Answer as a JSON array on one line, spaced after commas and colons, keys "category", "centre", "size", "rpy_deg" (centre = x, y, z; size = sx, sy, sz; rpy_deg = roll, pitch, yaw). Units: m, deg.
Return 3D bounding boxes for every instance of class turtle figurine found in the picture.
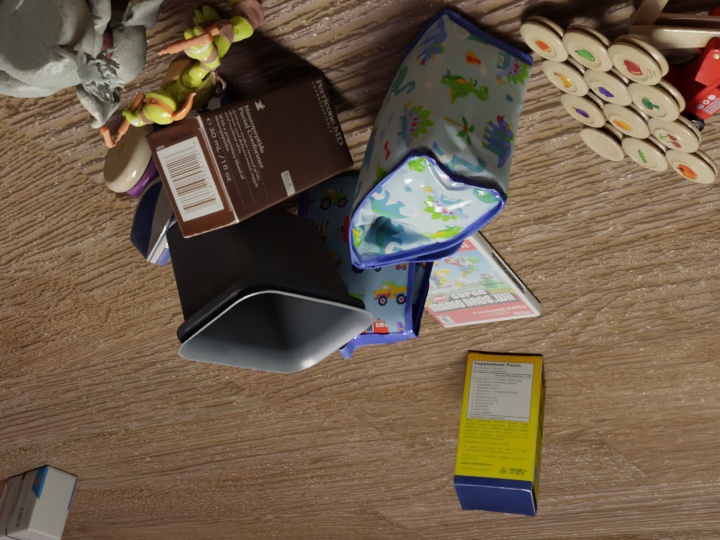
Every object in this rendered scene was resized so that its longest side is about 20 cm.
[{"category": "turtle figurine", "centre": [-0.142, -0.180, 0.953], "size": [0.064, 0.162, 0.200], "rpy_deg": [38, 143, -13]}]

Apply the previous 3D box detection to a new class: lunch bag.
[{"category": "lunch bag", "centre": [0.060, -0.107, 1.014], "size": [0.127, 0.171, 0.200], "rpy_deg": [26, 148, -19]}, {"category": "lunch bag", "centre": [0.000, 0.000, 1.194], "size": [0.149, 0.201, 0.094], "rpy_deg": [-4, 148, 24]}]

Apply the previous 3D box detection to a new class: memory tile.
[{"category": "memory tile", "centre": [0.229, -0.148, 0.970], "size": [0.153, 0.017, 0.200], "rpy_deg": [28, 169, 44]}]

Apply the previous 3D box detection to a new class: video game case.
[{"category": "video game case", "centre": [0.122, 0.013, 1.368], "size": [0.142, 0.018, 0.200], "rpy_deg": [-9, 145, 32]}]

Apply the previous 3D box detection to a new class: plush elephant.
[{"category": "plush elephant", "centre": [-0.254, -0.215, 0.970], "size": [0.200, 0.165, 0.155], "rpy_deg": [41, -167, 8]}]

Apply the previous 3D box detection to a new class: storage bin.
[{"category": "storage bin", "centre": [-0.106, 0.014, 1.096], "size": [0.145, 0.135, 0.199], "rpy_deg": [-36, 151, 26]}]

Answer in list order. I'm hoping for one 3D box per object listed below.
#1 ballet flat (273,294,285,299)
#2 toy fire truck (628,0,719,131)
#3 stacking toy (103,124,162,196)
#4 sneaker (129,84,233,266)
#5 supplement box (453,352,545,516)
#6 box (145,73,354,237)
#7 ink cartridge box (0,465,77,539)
[{"category": "ballet flat", "centre": [-0.108, -0.010, 1.280], "size": [0.074, 0.075, 0.200], "rpy_deg": [32, -176, -34]}, {"category": "toy fire truck", "centre": [0.277, -0.196, 0.913], "size": [0.140, 0.049, 0.200], "rpy_deg": [21, 151, -16]}, {"category": "stacking toy", "centre": [-0.182, -0.096, 1.221], "size": [0.199, 0.086, 0.085], "rpy_deg": [23, 149, -35]}, {"category": "sneaker", "centre": [-0.151, -0.087, 1.145], "size": [0.115, 0.200, 0.081], "rpy_deg": [19, -164, -38]}, {"category": "supplement box", "centre": [0.200, 0.230, 1.540], "size": [0.108, 0.201, 0.110], "rpy_deg": [3, 151, 14]}, {"category": "box", "centre": [-0.097, -0.110, 1.017], "size": [0.075, 0.200, 0.101], "rpy_deg": [-14, 102, 34]}, {"category": "ink cartridge box", "centre": [-0.730, 0.531, 2.436], "size": [0.084, 0.146, 0.199], "rpy_deg": [29, 147, -32]}]
